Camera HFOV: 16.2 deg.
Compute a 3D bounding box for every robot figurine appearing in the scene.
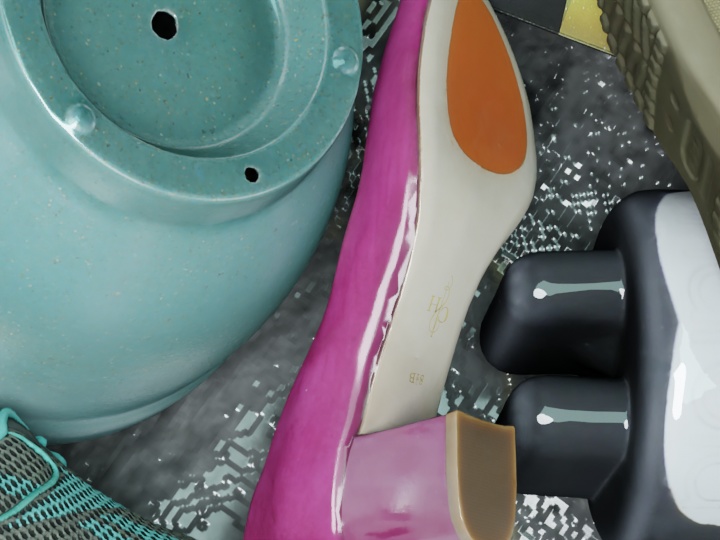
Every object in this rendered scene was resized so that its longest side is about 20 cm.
[{"bbox_3d":[0.140,0.037,0.822,0.199,0.125,0.151,1,109,-6],"label":"robot figurine"}]

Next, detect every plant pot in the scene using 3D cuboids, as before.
[{"bbox_3d":[-0.080,-0.059,0.770,0.199,0.134,0.201,10,70,-29],"label":"plant pot"}]

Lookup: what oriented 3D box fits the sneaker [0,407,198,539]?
[{"bbox_3d":[-0.097,0.080,0.759,0.077,0.200,0.092,-27,73,20],"label":"sneaker"}]

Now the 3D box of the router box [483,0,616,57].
[{"bbox_3d":[0.133,-0.156,0.807,0.157,0.052,0.201,21,102,12],"label":"router box"}]

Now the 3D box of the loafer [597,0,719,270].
[{"bbox_3d":[0.133,-0.026,0.736,0.067,0.076,0.201,-21,73,-7],"label":"loafer"}]

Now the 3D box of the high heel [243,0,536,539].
[{"bbox_3d":[0.000,0.000,0.787,0.067,0.096,0.201,30,55,-44],"label":"high heel"}]
